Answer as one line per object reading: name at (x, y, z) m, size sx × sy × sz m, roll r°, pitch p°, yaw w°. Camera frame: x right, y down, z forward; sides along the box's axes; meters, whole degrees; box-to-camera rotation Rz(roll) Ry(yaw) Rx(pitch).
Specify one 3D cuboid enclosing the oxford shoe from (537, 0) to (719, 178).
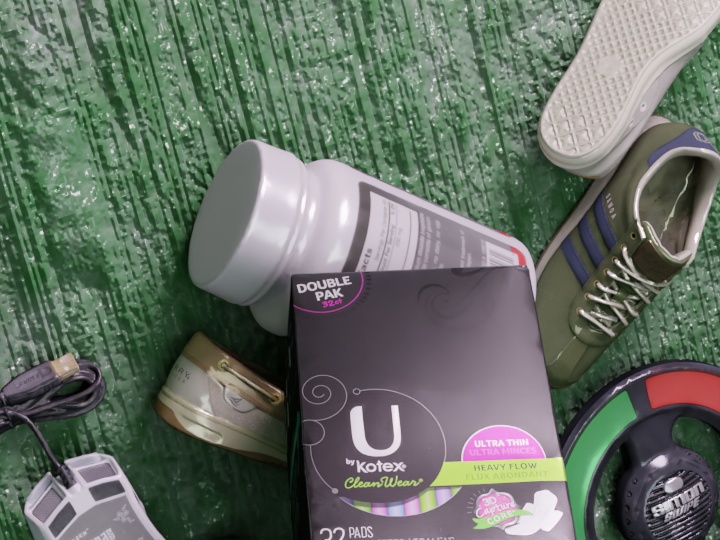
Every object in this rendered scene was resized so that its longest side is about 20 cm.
oxford shoe at (0.184, -0.142, 1.440) m, size 0.201 × 0.075 × 0.058 m, roll -54°, pitch 156°, yaw -15°

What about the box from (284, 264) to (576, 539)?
box at (0.034, 0.112, 1.238) m, size 0.147 × 0.201 × 0.125 m, roll -1°, pitch 138°, yaw -5°

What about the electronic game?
electronic game at (0.214, 0.161, 1.510) m, size 0.198 × 0.042 × 0.202 m, roll -4°, pitch 101°, yaw -22°

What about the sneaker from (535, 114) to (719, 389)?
sneaker at (0.175, -0.009, 1.437) m, size 0.067 × 0.090 × 0.201 m, roll 29°, pitch 87°, yaw -25°

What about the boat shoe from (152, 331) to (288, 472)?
boat shoe at (-0.030, 0.094, 1.376) m, size 0.199 × 0.074 × 0.067 m, roll 19°, pitch 97°, yaw -25°

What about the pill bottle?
pill bottle at (0.000, 0.000, 1.351) m, size 0.199 × 0.114 × 0.115 m, roll 22°, pitch 90°, yaw -24°

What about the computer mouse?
computer mouse at (-0.170, 0.155, 1.332) m, size 0.109 × 0.044 × 0.201 m, roll -31°, pitch 95°, yaw -21°
